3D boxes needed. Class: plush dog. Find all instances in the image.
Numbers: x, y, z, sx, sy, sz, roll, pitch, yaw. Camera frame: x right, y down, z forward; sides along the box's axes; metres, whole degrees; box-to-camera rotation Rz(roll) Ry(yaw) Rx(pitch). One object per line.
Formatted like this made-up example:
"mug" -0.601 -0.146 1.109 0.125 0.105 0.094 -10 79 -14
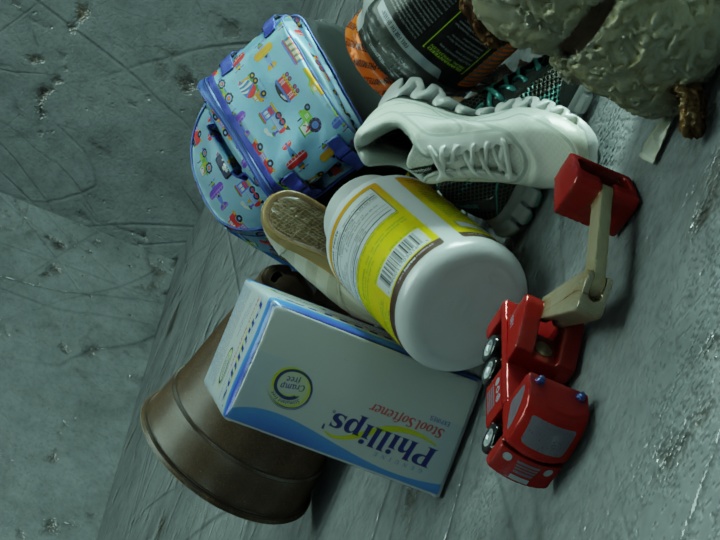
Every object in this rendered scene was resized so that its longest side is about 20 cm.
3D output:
"plush dog" 0.150 -0.172 1.023 0.200 0.172 0.161 127 161 -51

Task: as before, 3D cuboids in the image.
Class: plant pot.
"plant pot" -0.085 0.115 1.592 0.198 0.200 0.200 -54 16 21

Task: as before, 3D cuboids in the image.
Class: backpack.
"backpack" -0.078 -0.117 1.466 0.200 0.183 0.135 -34 -18 24

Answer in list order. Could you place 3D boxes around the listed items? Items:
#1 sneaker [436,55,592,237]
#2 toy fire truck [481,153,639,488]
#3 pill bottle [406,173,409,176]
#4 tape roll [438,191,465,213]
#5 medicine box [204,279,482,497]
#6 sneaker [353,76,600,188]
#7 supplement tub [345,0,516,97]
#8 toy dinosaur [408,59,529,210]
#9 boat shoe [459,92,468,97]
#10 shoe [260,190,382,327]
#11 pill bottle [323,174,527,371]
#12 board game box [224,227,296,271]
"sneaker" 0.125 -0.127 1.269 0.078 0.091 0.200 -108 41 -71
"toy fire truck" 0.133 0.030 1.046 0.200 0.049 0.141 -84 19 -53
"pill bottle" 0.030 -0.154 1.542 0.104 0.104 0.200 -117 50 -75
"tape roll" 0.064 -0.062 1.576 0.203 0.037 0.203 -159 90 -79
"medicine box" -0.020 0.092 1.302 0.200 0.182 0.103 -159 90 -79
"sneaker" 0.085 -0.091 1.200 0.081 0.200 0.075 -39 -50 -43
"supplement tub" 0.087 -0.223 1.264 0.200 0.122 0.123 -39 26 32
"toy dinosaur" 0.102 -0.105 1.375 0.136 0.086 0.200 -137 63 -71
"boat shoe" 0.097 -0.216 1.622 0.199 0.074 0.066 -53 -25 9
"shoe" 0.000 0.000 1.378 0.070 0.200 0.053 -52 -7 -26
"pill bottle" 0.042 -0.007 1.254 0.109 0.109 0.200 -66 30 13
"board game box" -0.026 -0.090 1.649 0.056 0.200 0.196 10 75 41
